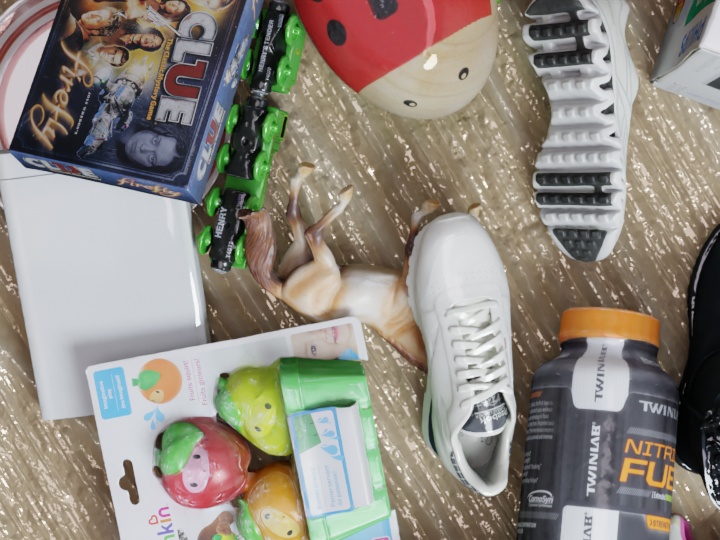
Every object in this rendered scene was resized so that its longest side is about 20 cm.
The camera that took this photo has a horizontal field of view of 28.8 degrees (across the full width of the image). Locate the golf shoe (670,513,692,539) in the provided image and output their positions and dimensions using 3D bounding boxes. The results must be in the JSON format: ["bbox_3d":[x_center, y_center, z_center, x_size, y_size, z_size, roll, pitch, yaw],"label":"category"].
[{"bbox_3d":[0.284,0.244,1.001,0.200,0.075,0.092,23,80,20],"label":"golf shoe"}]

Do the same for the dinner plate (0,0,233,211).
[{"bbox_3d":[-0.193,-0.117,1.038,0.199,0.024,0.201,0,93,1],"label":"dinner plate"}]

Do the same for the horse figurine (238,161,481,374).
[{"bbox_3d":[0.000,0.000,1.015,0.199,0.050,0.133,12,112,-14],"label":"horse figurine"}]

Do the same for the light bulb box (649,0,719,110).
[{"bbox_3d":[0.296,-0.208,0.939,0.124,0.198,0.201,20,91,2],"label":"light bulb box"}]

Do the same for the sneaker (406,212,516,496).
[{"bbox_3d":[0.080,0.058,0.985,0.076,0.081,0.201,-11,110,-7],"label":"sneaker"}]

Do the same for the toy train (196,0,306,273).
[{"bbox_3d":[-0.076,-0.096,1.020,0.042,0.056,0.201,14,93,13],"label":"toy train"}]

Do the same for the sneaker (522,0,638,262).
[{"bbox_3d":[0.169,-0.106,1.010,0.075,0.081,0.201,10,112,38],"label":"sneaker"}]

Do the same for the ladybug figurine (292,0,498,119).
[{"bbox_3d":[0.015,-0.197,0.963,0.136,0.072,0.200,-32,90,17],"label":"ladybug figurine"}]

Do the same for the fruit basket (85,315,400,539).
[{"bbox_3d":[-0.081,0.140,1.000,0.199,0.094,0.186,-11,97,-8],"label":"fruit basket"}]

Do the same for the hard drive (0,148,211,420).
[{"bbox_3d":[-0.183,0.004,1.023,0.131,0.027,0.201,-7,103,1],"label":"hard drive"}]

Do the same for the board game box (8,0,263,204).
[{"bbox_3d":[-0.148,-0.156,0.979,0.135,0.035,0.201,12,76,12],"label":"board game box"}]

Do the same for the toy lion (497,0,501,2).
[{"bbox_3d":[0.040,-0.233,1.015,0.191,0.069,0.200,-28,91,10],"label":"toy lion"}]

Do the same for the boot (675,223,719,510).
[{"bbox_3d":[0.269,0.061,0.965,0.076,0.168,0.201,15,92,1],"label":"boot"}]

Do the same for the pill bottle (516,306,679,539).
[{"bbox_3d":[0.168,0.129,0.991,0.106,0.106,0.201,6,79,1],"label":"pill bottle"}]
